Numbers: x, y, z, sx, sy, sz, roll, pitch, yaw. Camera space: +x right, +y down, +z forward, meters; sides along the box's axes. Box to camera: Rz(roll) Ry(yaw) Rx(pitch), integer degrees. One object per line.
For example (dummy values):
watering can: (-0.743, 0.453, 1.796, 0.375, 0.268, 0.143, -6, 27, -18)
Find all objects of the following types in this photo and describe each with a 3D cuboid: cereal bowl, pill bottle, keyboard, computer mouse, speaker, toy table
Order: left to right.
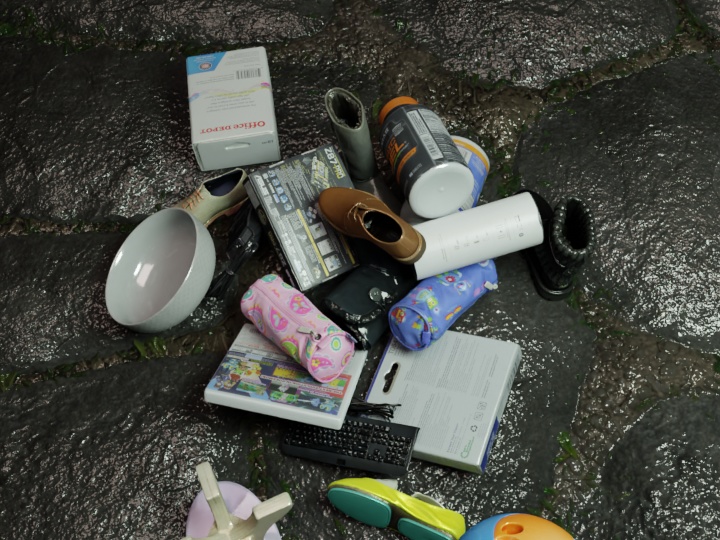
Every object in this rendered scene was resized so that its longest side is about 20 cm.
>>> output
cereal bowl: (-0.297, 0.008, 1.398, 0.199, 0.083, 0.202, -20, 53, 29)
toy table: (-0.170, 0.358, 1.193, 0.183, 0.117, 0.200, -32, 63, -16)
computer mouse: (-0.195, -0.029, 1.446, 0.046, 0.141, 0.201, 32, 21, -20)
keyboard: (-0.017, 0.223, 1.283, 0.198, 0.040, 0.105, 5, 58, 22)
pill bottle: (0.091, -0.182, 1.383, 0.105, 0.107, 0.201, -17, 48, -7)
pill bottle: (0.129, -0.108, 1.455, 0.111, 0.112, 0.201, 17, 62, 12)
speaker: (0.164, -0.050, 1.335, 0.198, 0.081, 0.082, -17, 60, -1)

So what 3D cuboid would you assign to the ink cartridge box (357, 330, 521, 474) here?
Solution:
ink cartridge box: (0.113, 0.180, 1.319, 0.198, 0.041, 0.201, 11, 59, 26)

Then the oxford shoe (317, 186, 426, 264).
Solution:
oxford shoe: (0.006, -0.080, 1.307, 0.199, 0.071, 0.072, 29, 86, 35)

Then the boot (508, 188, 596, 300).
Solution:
boot: (0.295, -0.074, 1.401, 0.079, 0.158, 0.213, -16, 61, -9)

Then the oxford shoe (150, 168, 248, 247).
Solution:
oxford shoe: (-0.271, -0.110, 1.492, 0.199, 0.074, 0.071, -34, 64, -16)

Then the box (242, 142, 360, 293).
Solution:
box: (-0.073, -0.083, 1.423, 0.160, 0.049, 0.201, -25, 88, -24)

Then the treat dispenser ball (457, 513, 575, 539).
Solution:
treat dispenser ball: (0.194, 0.401, 1.104, 0.199, 0.201, 0.203, -1, 59, 2)

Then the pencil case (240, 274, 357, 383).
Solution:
pencil case: (-0.094, 0.081, 1.328, 0.087, 0.088, 0.200, -37, 45, -18)

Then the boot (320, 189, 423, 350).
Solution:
boot: (0.000, 0.000, 1.366, 0.168, 0.076, 0.201, -41, 102, -29)

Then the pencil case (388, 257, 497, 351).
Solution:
pencil case: (0.131, 0.041, 1.359, 0.086, 0.079, 0.200, 27, 46, 31)

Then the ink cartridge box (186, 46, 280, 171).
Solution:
ink cartridge box: (-0.224, -0.283, 1.586, 0.143, 0.085, 0.202, -8, 59, -2)

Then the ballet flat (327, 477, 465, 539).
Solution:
ballet flat: (0.053, 0.325, 1.241, 0.198, 0.067, 0.067, 21, 41, 11)

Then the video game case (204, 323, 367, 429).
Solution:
video game case: (-0.104, 0.150, 1.317, 0.198, 0.023, 0.183, 11, 30, 8)

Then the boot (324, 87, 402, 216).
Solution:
boot: (0.010, -0.172, 1.444, 0.072, 0.201, 0.182, -32, 63, -17)
